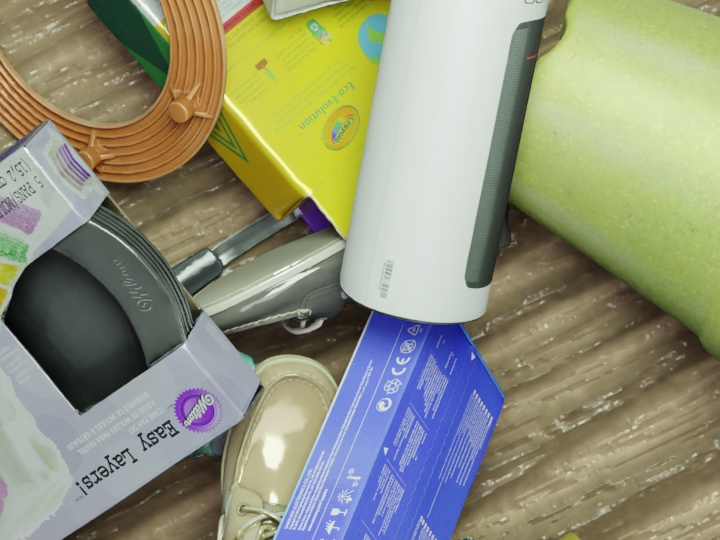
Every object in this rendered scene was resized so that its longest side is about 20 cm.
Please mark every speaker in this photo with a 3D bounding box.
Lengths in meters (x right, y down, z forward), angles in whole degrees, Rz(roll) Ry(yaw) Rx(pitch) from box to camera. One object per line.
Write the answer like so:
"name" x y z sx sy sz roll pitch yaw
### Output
"speaker" 0.044 -0.079 1.191 0.081 0.081 0.200 10 107 -2

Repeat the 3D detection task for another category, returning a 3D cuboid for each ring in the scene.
"ring" -0.158 -0.134 1.248 0.200 0.019 0.201 18 127 25

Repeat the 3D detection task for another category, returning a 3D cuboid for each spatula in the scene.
"spatula" -0.068 -0.015 1.320 0.200 0.021 0.057 -34 98 3

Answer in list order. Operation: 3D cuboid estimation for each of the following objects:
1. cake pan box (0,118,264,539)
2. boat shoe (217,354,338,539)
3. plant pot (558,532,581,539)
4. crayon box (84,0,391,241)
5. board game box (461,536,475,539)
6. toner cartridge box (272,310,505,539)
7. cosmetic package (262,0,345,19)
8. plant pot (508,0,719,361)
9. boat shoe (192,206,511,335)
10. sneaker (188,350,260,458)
"cake pan box" -0.177 0.045 1.224 0.200 0.052 0.184 -33 104 21
"boat shoe" -0.043 0.146 1.236 0.072 0.065 0.201 9 94 -5
"plant pot" 0.110 0.274 1.245 0.189 0.201 0.201 -41 93 -1
"crayon box" -0.040 -0.120 1.277 0.127 0.051 0.200 -41 92 -26
"board game box" 0.002 0.247 1.230 0.028 0.135 0.200 38 46 -21
"toner cartridge box" 0.012 0.118 1.232 0.043 0.095 0.200 2 51 31
"cosmetic package" -0.035 -0.248 1.235 0.103 0.087 0.200 -19 70 -16
"plant pot" 0.176 -0.061 1.254 0.184 0.200 0.201 28 91 8
"boat shoe" 0.000 0.000 1.281 0.200 0.067 0.057 -28 104 -21
"sneaker" -0.081 0.086 1.292 0.200 0.074 0.088 28 84 -4
